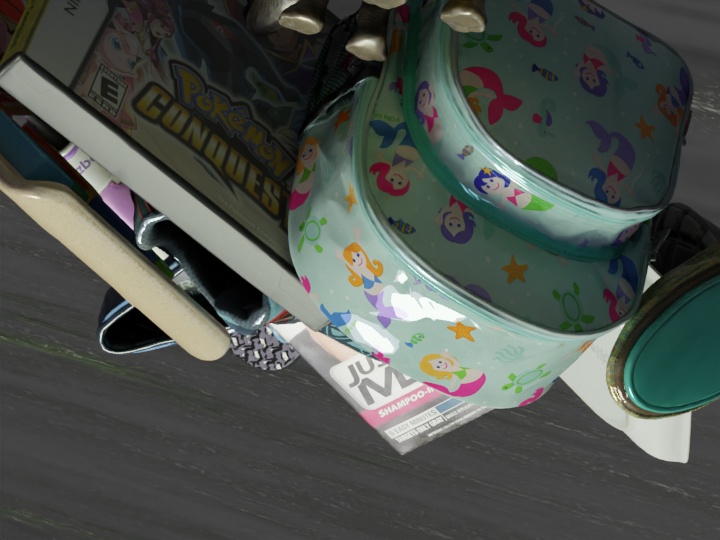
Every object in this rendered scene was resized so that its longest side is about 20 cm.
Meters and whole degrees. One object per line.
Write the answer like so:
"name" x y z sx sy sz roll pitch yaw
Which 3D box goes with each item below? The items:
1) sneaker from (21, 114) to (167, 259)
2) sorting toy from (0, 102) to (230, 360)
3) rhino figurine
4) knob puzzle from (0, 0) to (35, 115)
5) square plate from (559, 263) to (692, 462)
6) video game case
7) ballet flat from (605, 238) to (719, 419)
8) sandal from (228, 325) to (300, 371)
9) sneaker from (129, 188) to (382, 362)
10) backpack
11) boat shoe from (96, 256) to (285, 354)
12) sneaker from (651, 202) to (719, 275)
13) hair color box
"sneaker" -0.143 -0.076 1.762 0.114 0.073 0.201 45 -173 -11
"sorting toy" -0.162 -0.048 1.517 0.200 0.037 0.185 38 176 39
"rhino figurine" 0.002 -0.145 1.384 0.060 0.088 0.200 27 162 -28
"knob puzzle" -0.225 -0.144 1.535 0.219 0.030 0.220 32 151 20
"square plate" 0.105 0.006 1.634 0.198 0.028 0.200 46 165 23
"video game case" -0.070 -0.093 1.454 0.200 0.181 0.025 38 129 -19
"ballet flat" 0.187 0.006 1.448 0.071 0.199 0.071 48 159 25
"sandal" -0.020 -0.022 1.749 0.075 0.048 0.201 39 128 -4
"sneaker" -0.041 0.004 1.494 0.200 0.096 0.079 34 129 -23
"backpack" 0.061 -0.044 1.427 0.177 0.201 0.150 30 142 -17
"boat shoe" -0.064 0.012 1.715 0.199 0.069 0.084 -26 111 34
"sneaker" 0.179 0.009 1.672 0.079 0.076 0.200 17 173 -14
"hair color box" 0.000 0.000 1.591 0.100 0.061 0.200 -29 120 28
